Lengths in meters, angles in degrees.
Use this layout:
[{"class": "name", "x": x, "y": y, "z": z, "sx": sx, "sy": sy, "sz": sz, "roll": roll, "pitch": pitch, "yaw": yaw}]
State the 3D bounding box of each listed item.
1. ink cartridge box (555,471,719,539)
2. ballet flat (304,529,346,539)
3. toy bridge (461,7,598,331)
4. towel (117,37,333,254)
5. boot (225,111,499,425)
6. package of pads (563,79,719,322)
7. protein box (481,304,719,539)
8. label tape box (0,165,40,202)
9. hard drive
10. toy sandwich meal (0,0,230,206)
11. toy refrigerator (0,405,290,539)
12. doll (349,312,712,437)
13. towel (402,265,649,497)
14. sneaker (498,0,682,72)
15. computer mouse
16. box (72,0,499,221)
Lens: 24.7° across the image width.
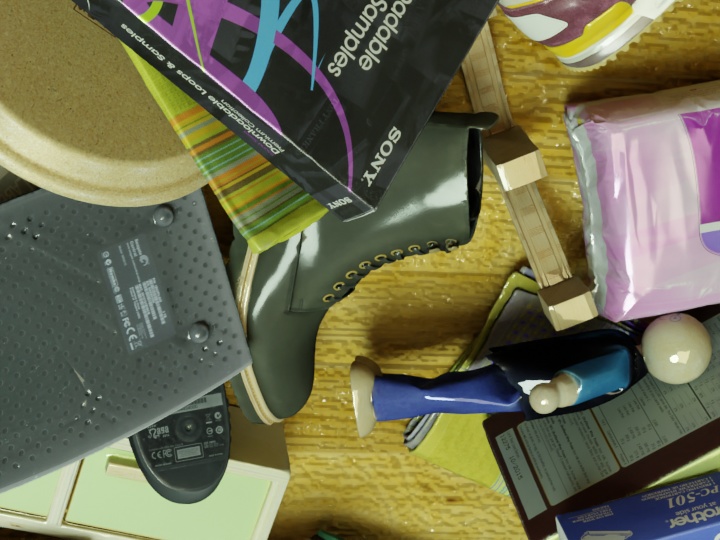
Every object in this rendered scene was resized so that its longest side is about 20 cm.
[{"class": "ink cartridge box", "x": 0.168, "y": 0.211, "z": 0.893, "sx": 0.094, "sy": 0.044, "sz": 0.201, "roll": -15, "pitch": 118, "yaw": -3}, {"class": "ballet flat", "x": 0.049, "y": 0.219, "z": 1.038, "sx": 0.199, "sy": 0.070, "sz": 0.070, "roll": 18, "pitch": 112, "yaw": -10}, {"class": "toy bridge", "x": 0.084, "y": -0.062, "z": 0.904, "sx": 0.027, "sy": 0.067, "sz": 0.201, "roll": -21, "pitch": 109, "yaw": 0}, {"class": "towel", "x": -0.073, "y": -0.108, "z": 0.770, "sx": 0.018, "sy": 0.086, "sz": 0.200, "roll": -28, "pitch": 96, "yaw": 44}, {"class": "boot", "x": 0.000, "y": 0.000, "z": 0.891, "sx": 0.138, "sy": 0.078, "sz": 0.201, "roll": 8, "pitch": 118, "yaw": 14}, {"class": "package of pads", "x": 0.218, "y": -0.049, "z": 0.922, "sx": 0.199, "sy": 0.076, "sz": 0.121, "roll": -10, "pitch": 104, "yaw": -6}, {"class": "protein box", "x": 0.213, "y": 0.144, "z": 0.968, "sx": 0.199, "sy": 0.135, "sz": 0.199, "roll": -29, "pitch": 117, "yaw": 6}, {"class": "label tape box", "x": -0.221, "y": -0.017, "z": 0.841, "sx": 0.143, "sy": 0.066, "sz": 0.200, "roll": -46, "pitch": 114, "yaw": -21}, {"class": "hard drive", "x": -0.159, "y": 0.027, "z": 0.824, "sx": 0.199, "sy": 0.042, "sz": 0.135, "roll": -25, "pitch": 107, "yaw": -30}, {"class": "toy sandwich meal", "x": -0.133, "y": -0.109, "z": 0.791, "sx": 0.205, "sy": 0.206, "sz": 0.070, "roll": 28, "pitch": 143, "yaw": -21}, {"class": "toy refrigerator", "x": -0.147, "y": 0.113, "z": 0.953, "sx": 0.199, "sy": 0.070, "sz": 0.076, "roll": 15, "pitch": 113, "yaw": -16}, {"class": "doll", "x": 0.096, "y": 0.059, "z": 0.916, "sx": 0.199, "sy": 0.136, "sz": 0.049, "roll": -8, "pitch": 92, "yaw": 4}, {"class": "towel", "x": 0.138, "y": 0.092, "z": 1.018, "sx": 0.199, "sy": 0.023, "sz": 0.144, "roll": 27, "pitch": 108, "yaw": -21}, {"class": "sneaker", "x": 0.152, "y": -0.197, "z": 0.848, "sx": 0.090, "sy": 0.075, "sz": 0.200, "roll": 36, "pitch": 105, "yaw": -29}, {"class": "computer mouse", "x": -0.108, "y": 0.028, "z": 0.907, "sx": 0.058, "sy": 0.034, "sz": 0.201, "roll": -6, "pitch": 89, "yaw": -21}, {"class": "box", "x": -0.039, "y": -0.139, "z": 0.755, "sx": 0.200, "sy": 0.036, "sz": 0.143, "roll": 39, "pitch": 67, "yaw": -22}]
